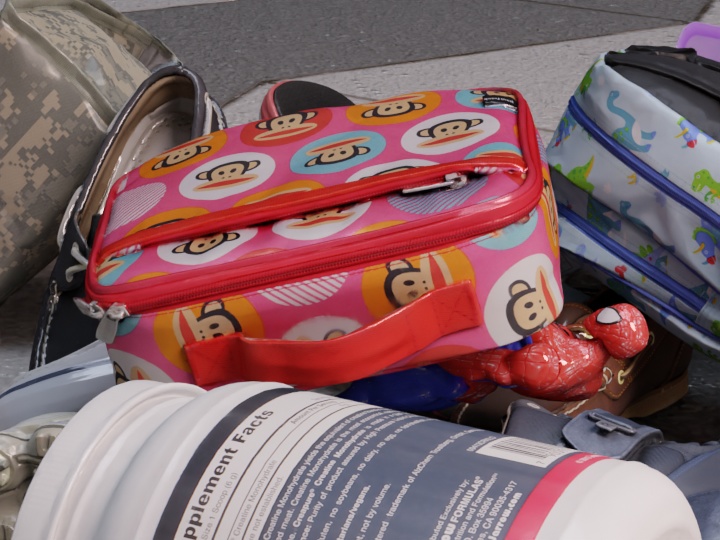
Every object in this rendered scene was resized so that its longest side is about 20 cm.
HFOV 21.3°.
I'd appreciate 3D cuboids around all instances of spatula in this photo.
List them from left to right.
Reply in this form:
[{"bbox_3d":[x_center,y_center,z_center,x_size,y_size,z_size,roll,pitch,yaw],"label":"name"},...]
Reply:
[{"bbox_3d":[0.200,-0.035,1.022,0.020,0.202,0.056,-22,-17,40],"label":"spatula"}]

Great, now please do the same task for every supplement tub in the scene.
[{"bbox_3d":[-0.001,0.114,0.616,0.198,0.142,0.140,10,20,28],"label":"supplement tub"}]

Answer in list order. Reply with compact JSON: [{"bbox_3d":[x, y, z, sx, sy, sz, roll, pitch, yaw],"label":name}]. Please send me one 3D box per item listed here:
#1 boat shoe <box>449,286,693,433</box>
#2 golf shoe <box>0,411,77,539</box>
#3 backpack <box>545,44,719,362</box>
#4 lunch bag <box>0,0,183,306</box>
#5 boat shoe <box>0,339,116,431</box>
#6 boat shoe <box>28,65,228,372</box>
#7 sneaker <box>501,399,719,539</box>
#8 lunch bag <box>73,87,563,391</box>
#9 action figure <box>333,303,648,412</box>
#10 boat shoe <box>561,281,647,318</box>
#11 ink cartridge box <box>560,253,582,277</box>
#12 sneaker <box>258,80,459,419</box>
[{"bbox_3d":[0.103,0.048,0.939,0.070,0.071,0.199,12,23,30],"label":"boat shoe"},{"bbox_3d":[-0.069,0.084,0.822,0.198,0.079,0.097,4,12,7],"label":"golf shoe"},{"bbox_3d":[0.179,-0.030,0.913,0.200,0.154,0.163,47,32,18],"label":"backpack"},{"bbox_3d":[-0.193,-0.073,1.128,0.118,0.164,0.200,44,13,0],"label":"lunch bag"},{"bbox_3d":[-0.084,0.036,0.919,0.198,0.067,0.074,-12,-23,-20],"label":"boat shoe"},{"bbox_3d":[-0.119,-0.013,0.970,0.073,0.061,0.201,17,63,17],"label":"boat shoe"},{"bbox_3d":[0.138,0.085,0.811,0.145,0.078,0.202,14,22,31],"label":"sneaker"},{"bbox_3d":[-0.015,-0.004,0.803,0.198,0.083,0.177,-12,25,7],"label":"lunch bag"},{"bbox_3d":[0.038,0.046,0.850,0.198,0.052,0.065,-13,-19,32],"label":"action figure"},{"bbox_3d":[0.068,0.014,1.048,0.198,0.068,0.072,4,16,6],"label":"boat shoe"},{"bbox_3d":[0.160,-0.064,1.129,0.160,0.047,0.200,-28,10,45],"label":"ink cartridge box"},{"bbox_3d":[0.000,0.000,1.000,0.073,0.087,0.201,-18,70,-46],"label":"sneaker"}]
